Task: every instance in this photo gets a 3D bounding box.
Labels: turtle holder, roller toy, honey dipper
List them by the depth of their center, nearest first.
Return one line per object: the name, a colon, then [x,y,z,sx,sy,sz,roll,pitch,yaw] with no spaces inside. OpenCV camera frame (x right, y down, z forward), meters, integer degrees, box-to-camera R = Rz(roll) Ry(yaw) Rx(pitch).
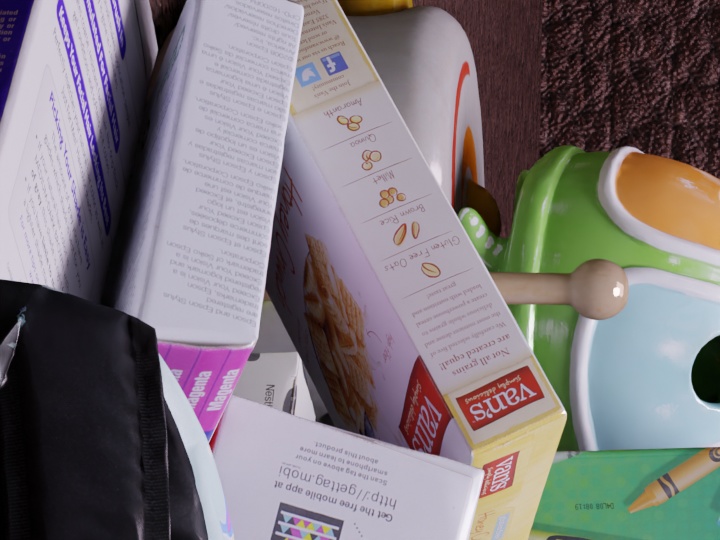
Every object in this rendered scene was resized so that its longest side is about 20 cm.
honey dipper: [-0.002,0.004,1.010,0.038,0.199,0.038,-1,90,-86]
turtle holder: [0.113,0.044,1.125,0.141,0.131,0.187,27,68,-71]
roller toy: [-0.010,-0.022,1.172,0.200,0.139,0.183,-82,168,-49]

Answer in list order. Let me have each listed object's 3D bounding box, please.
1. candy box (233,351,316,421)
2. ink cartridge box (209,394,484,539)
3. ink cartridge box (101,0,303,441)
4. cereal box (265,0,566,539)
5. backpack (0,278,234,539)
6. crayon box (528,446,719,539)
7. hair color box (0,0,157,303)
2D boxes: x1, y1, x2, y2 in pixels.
candy box: [-0.052,0.157,1.109,0.200,0.071,0.168,80,13,-51]
ink cartridge box: [-0.043,0.146,0.866,0.200,0.083,0.176,136,-30,-73]
ink cartridge box: [-0.071,0.046,0.834,0.197,0.043,0.201,117,-15,-44]
cereal box: [0.000,0.000,0.916,0.144,0.039,0.201,97,-31,-62]
backpack: [-0.095,0.104,0.613,0.127,0.166,0.201,130,-40,-72]
crayon box: [0.074,0.104,1.035,0.119,0.199,0.059,54,35,-74]
hair color box: [-0.107,-0.036,0.770,0.110,0.064,0.201,82,13,-45]
